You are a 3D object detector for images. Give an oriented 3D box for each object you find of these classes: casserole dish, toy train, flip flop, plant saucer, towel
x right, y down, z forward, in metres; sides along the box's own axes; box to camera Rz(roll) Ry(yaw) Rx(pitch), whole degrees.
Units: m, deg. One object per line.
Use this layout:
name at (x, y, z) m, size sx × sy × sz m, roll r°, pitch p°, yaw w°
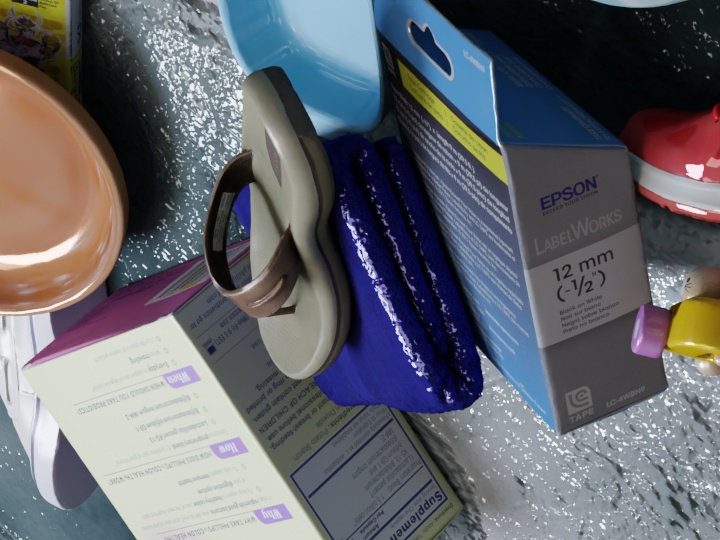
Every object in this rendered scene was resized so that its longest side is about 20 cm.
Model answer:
casserole dish at (-0.025, -0.157, 1.180) m, size 0.121 × 0.039 × 0.200 m, roll 27°, pitch 138°, yaw 40°
toy train at (0.207, 0.028, 1.055) m, size 0.150 × 0.056 × 0.200 m, roll 16°, pitch 174°, yaw -27°
flip flop at (-0.046, -0.017, 1.159) m, size 0.081 × 0.058 × 0.200 m, roll 54°, pitch 162°, yaw 28°
plant saucer at (-0.226, -0.059, 1.412) m, size 0.200 × 0.037 × 0.200 m, roll 10°, pitch 132°, yaw 11°
towel at (0.000, 0.000, 1.239) m, size 0.148 × 0.049 × 0.200 m, roll 64°, pitch 164°, yaw -7°

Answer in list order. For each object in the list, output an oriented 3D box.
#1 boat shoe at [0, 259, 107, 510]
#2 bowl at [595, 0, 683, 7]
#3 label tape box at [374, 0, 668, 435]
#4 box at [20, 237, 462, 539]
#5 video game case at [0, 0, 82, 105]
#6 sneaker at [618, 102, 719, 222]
boat shoe at (-0.201, 0.061, 1.541) m, size 0.070 × 0.071 × 0.200 m, roll 23°, pitch 133°, yaw 29°
bowl at (0.110, -0.185, 0.970) m, size 0.201 × 0.105 × 0.201 m, roll 27°, pitch 140°, yaw 26°
label tape box at (0.071, -0.046, 1.122) m, size 0.143 × 0.066 × 0.200 m, roll -131°, pitch 24°, yaw -55°
box at (-0.071, 0.097, 1.418) m, size 0.176 × 0.097 × 0.200 m, roll -20°, pitch 106°, yaw 52°
video game case at (-0.257, -0.125, 1.410) m, size 0.200 × 0.026 × 0.181 m, roll 14°, pitch 136°, yaw 7°
sneaker at (0.195, -0.077, 1.027) m, size 0.200 × 0.078 × 0.116 m, roll 14°, pitch 114°, yaw 38°
